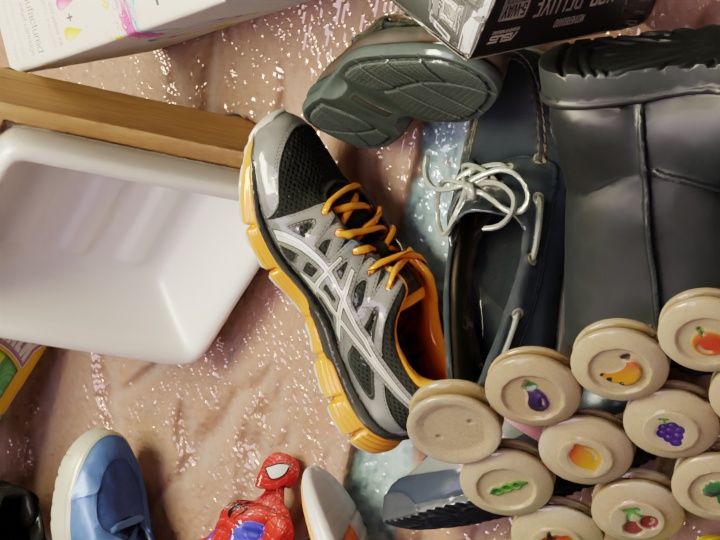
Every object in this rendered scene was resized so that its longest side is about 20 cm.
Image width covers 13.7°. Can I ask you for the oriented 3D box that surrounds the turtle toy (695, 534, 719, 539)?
[{"bbox_3d":[0.165,0.218,1.550,0.200,0.101,0.146,29,117,31],"label":"turtle toy"}]

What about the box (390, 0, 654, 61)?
[{"bbox_3d":[0.040,-0.189,1.526,0.200,0.157,0.050,39,122,25],"label":"box"}]

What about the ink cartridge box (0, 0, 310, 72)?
[{"bbox_3d":[-0.101,-0.199,1.660,0.199,0.125,0.129,-14,91,41],"label":"ink cartridge box"}]

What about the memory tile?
[{"bbox_3d":[0.137,0.085,1.518,0.199,0.017,0.153,-21,127,28],"label":"memory tile"}]

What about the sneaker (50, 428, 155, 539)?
[{"bbox_3d":[-0.122,0.197,1.798,0.111,0.077,0.201,6,102,38],"label":"sneaker"}]

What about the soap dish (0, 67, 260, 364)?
[{"bbox_3d":[-0.152,-0.032,1.705,0.158,0.199,0.081,-57,36,33],"label":"soap dish"}]

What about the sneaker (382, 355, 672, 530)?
[{"bbox_3d":[0.088,0.083,1.616,0.199,0.070,0.082,-25,68,35],"label":"sneaker"}]

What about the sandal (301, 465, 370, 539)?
[{"bbox_3d":[-0.011,0.216,1.701,0.059,0.079,0.208,-20,89,14],"label":"sandal"}]

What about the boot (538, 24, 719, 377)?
[{"bbox_3d":[0.190,-0.035,1.487,0.199,0.076,0.169,-4,115,15],"label":"boot"}]

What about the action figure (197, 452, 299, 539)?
[{"bbox_3d":[-0.095,0.189,1.729,0.052,0.200,0.065,45,161,-28],"label":"action figure"}]

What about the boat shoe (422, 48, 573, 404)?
[{"bbox_3d":[0.073,-0.023,1.567,0.075,0.062,0.201,-4,77,45],"label":"boat shoe"}]

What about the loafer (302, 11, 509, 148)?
[{"bbox_3d":[0.024,-0.114,1.571,0.200,0.072,0.063,-17,49,67],"label":"loafer"}]

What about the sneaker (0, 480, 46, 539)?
[{"bbox_3d":[-0.233,0.163,1.862,0.200,0.076,0.091,42,124,49],"label":"sneaker"}]

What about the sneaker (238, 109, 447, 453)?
[{"bbox_3d":[0.000,0.000,1.655,0.077,0.078,0.201,-19,101,38],"label":"sneaker"}]

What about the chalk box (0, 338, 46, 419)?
[{"bbox_3d":[-0.271,0.020,1.827,0.124,0.125,0.201,31,87,33],"label":"chalk box"}]
